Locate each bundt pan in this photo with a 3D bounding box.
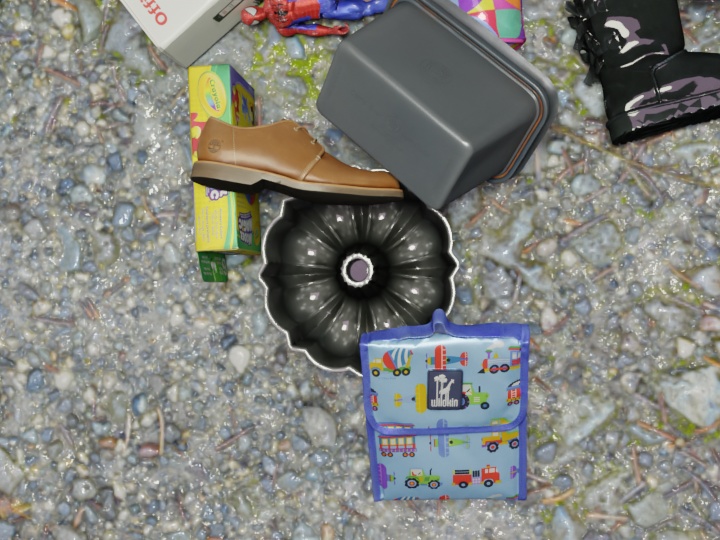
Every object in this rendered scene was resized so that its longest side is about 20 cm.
[{"bbox_3d":[0.000,0.000,0.897,0.198,0.076,0.206,0,90,6],"label":"bundt pan"}]

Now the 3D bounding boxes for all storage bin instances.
[{"bbox_3d":[0.057,-0.149,0.840,0.200,0.134,0.146,42,136,13],"label":"storage bin"}]

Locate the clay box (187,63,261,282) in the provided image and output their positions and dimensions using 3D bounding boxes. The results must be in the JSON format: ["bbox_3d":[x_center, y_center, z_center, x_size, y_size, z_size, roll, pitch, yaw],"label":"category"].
[{"bbox_3d":[-0.133,-0.091,0.894,0.047,0.115,0.204,-4,89,5],"label":"clay box"}]

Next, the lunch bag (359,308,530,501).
[{"bbox_3d":[0.079,0.115,0.830,0.147,0.095,0.203,-2,128,6],"label":"lunch bag"}]

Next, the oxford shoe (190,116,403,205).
[{"bbox_3d":[-0.052,-0.100,0.819,0.196,0.071,0.073,10,82,-12],"label":"oxford shoe"}]

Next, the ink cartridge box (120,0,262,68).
[{"bbox_3d":[-0.161,-0.334,0.916,0.199,0.084,0.147,-39,85,5],"label":"ink cartridge box"}]

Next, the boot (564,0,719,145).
[{"bbox_3d":[0.306,-0.224,0.875,0.194,0.073,0.166,-14,82,4],"label":"boot"}]

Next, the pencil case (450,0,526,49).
[{"bbox_3d":[0.111,-0.311,0.887,0.087,0.088,0.204,-10,89,6],"label":"pencil case"}]

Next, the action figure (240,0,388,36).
[{"bbox_3d":[-0.027,-0.276,0.914,0.196,0.052,0.066,-8,124,8],"label":"action figure"}]
